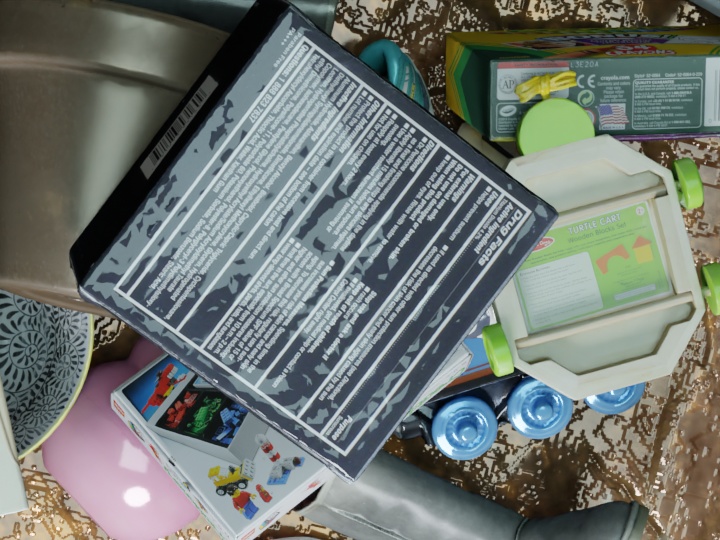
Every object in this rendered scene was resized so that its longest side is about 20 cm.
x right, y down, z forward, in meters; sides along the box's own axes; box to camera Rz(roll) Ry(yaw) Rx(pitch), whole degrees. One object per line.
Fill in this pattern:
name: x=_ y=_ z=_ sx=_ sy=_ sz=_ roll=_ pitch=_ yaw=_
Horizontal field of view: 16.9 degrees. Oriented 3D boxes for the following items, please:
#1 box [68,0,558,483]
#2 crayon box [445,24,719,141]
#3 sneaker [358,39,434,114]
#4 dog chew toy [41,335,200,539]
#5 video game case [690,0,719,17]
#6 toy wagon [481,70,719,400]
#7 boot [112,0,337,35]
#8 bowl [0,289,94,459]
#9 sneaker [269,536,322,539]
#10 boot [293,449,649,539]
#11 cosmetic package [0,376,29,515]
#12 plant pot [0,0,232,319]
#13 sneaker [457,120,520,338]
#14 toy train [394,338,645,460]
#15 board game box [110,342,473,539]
box: x=-0.031 y=-0.021 z=1.405 sx=0.198 sy=0.123 sz=0.200 roll=37 pitch=93 yaw=-14
crayon box: x=0.168 y=-0.126 z=1.606 sx=0.200 sy=0.173 sz=0.058 roll=-2 pitch=103 yaw=-7
sneaker: x=-0.034 y=-0.073 z=1.579 sx=0.200 sy=0.077 sz=0.080 roll=-47 pitch=138 yaw=-25
dog chew toy: x=-0.116 y=0.086 z=1.624 sx=0.200 sy=0.125 sz=0.125 roll=-43 pitch=99 yaw=-9
video game case: x=0.278 y=-0.247 z=1.603 sx=0.182 sy=0.200 sz=0.023 roll=-47 pitch=126 yaw=-1
toy wagon: x=0.138 y=-0.025 z=1.507 sx=0.155 sy=0.040 sz=0.200 roll=-15 pitch=92 yaw=-5
boot: x=-0.114 y=-0.177 z=1.528 sx=0.200 sy=0.182 sz=0.073 roll=17 pitch=84 yaw=2
bowl: x=-0.280 y=0.040 z=1.603 sx=0.200 sy=0.094 sz=0.201 roll=1 pitch=86 yaw=-10
sneaker: x=0.000 y=0.244 z=1.661 sx=0.200 sy=0.100 sz=0.075 roll=27 pitch=94 yaw=-7
boot: x=0.072 y=0.162 z=1.640 sx=0.200 sy=0.182 sz=0.073 roll=34 pitch=49 yaw=-8
cosmetic package: x=-0.262 y=0.058 z=1.506 sx=0.073 sy=0.104 sz=0.200 roll=-13 pitch=90 yaw=-11
plant pot: x=-0.159 y=-0.064 z=1.514 sx=0.200 sy=0.200 sz=0.175 roll=13 pitch=83 yaw=-8
sneaker: x=0.126 y=-0.034 z=1.602 sx=0.129 sy=0.199 sz=0.080 roll=-1 pitch=123 yaw=6
toy train: x=0.108 y=0.052 z=1.653 sx=0.200 sy=0.087 sz=0.114 roll=-17 pitch=110 yaw=-5
board game box: x=-0.044 y=0.071 z=1.560 sx=0.200 sy=0.035 sz=0.126 roll=-37 pitch=75 yaw=-18
